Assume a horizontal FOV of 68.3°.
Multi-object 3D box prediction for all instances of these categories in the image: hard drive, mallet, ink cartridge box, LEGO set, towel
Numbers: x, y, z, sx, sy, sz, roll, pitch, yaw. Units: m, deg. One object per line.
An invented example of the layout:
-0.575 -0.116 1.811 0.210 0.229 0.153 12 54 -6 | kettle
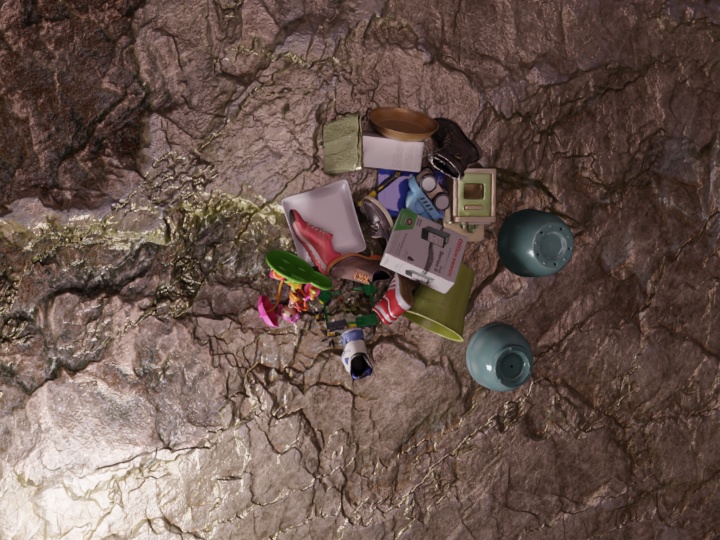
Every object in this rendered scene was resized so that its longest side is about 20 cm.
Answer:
0.144 -0.221 1.528 0.194 0.025 0.136 1 95 -8 | hard drive
0.041 -0.207 1.490 0.197 0.041 0.067 -30 98 9 | mallet
0.169 -0.052 1.404 0.196 0.084 0.149 23 68 -2 | ink cartridge box
-0.034 0.125 1.514 0.195 0.116 0.157 -16 68 -9 | LEGO set
-0.049 -0.334 1.411 0.036 0.198 0.153 -4 96 -30 | towel

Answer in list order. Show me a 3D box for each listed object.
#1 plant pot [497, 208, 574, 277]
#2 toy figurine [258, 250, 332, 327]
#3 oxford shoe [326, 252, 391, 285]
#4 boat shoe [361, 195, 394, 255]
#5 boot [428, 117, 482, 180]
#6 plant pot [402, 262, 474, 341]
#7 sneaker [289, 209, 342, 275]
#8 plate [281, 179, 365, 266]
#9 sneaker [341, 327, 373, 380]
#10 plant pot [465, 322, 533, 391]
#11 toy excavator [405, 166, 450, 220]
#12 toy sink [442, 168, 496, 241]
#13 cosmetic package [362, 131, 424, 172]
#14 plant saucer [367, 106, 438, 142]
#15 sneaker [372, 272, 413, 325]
0.516 -0.075 1.523 0.194 0.161 0.207 -1 95 -8 | plant pot
-0.199 0.075 1.458 0.196 0.151 0.187 25 111 -7 | toy figurine
0.000 0.000 1.467 0.195 0.073 0.072 -5 133 -30 | oxford shoe
0.054 -0.114 1.474 0.065 0.071 0.202 -46 127 -21 | boat shoe
0.232 -0.333 1.439 0.199 0.173 0.070 39 134 16 | boot
0.235 0.070 1.502 0.196 0.200 0.194 27 78 -9 | plant pot
-0.122 -0.091 1.450 0.086 0.074 0.203 -33 106 1 | sneaker
-0.100 -0.129 1.482 0.194 0.032 0.205 -16 101 7 | plate
-0.009 0.263 1.466 0.078 0.117 0.202 -12 140 -4 | sneaker
0.424 0.266 1.556 0.194 0.134 0.207 -1 96 -8 | plant pot
0.165 -0.156 1.487 0.198 0.100 0.195 -36 108 17 | toy excavator
0.309 -0.183 1.510 0.126 0.112 0.206 0 95 -7 | toy sink
0.067 -0.330 1.461 0.194 0.108 0.087 4 111 -6 | cosmetic package
0.113 -0.393 1.441 0.194 0.202 0.036 4 125 -8 | plant saucer
0.091 0.074 1.478 0.071 0.201 0.112 41 111 -12 | sneaker
